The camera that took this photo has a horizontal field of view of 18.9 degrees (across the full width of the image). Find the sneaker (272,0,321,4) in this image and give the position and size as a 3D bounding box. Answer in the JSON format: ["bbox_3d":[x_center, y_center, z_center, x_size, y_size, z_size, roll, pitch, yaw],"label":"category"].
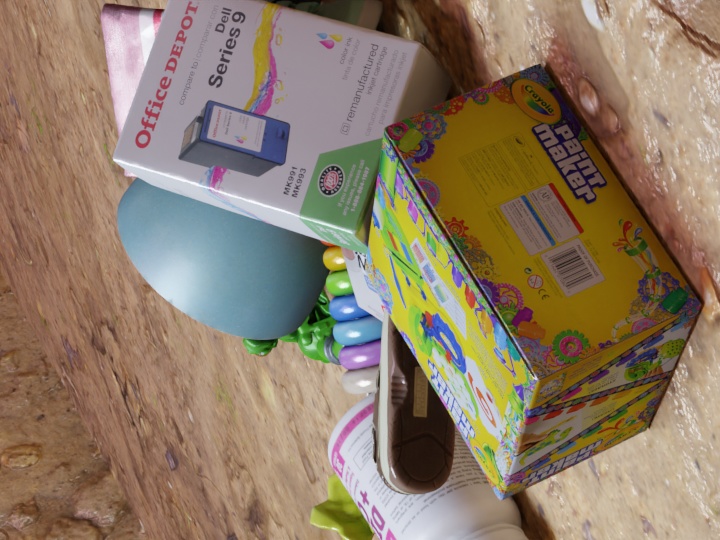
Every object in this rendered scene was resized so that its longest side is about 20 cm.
[{"bbox_3d":[-0.119,-0.287,1.760,0.200,0.114,0.076,66,162,10],"label":"sneaker"}]

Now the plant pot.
[{"bbox_3d":[-0.097,-0.058,1.921,0.135,0.200,0.200,-53,55,33],"label":"plant pot"}]

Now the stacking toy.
[{"bbox_3d":[0.000,0.000,1.847,0.085,0.085,0.200,173,81,-73],"label":"stacking toy"}]

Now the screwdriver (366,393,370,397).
[{"bbox_3d":[0.003,0.090,1.941,0.028,0.029,0.200,-37,-50,-69],"label":"screwdriver"}]

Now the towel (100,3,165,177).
[{"bbox_3d":[-0.105,-0.132,1.673,0.200,0.023,0.144,8,119,25],"label":"towel"}]

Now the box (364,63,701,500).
[{"bbox_3d":[0.104,0.010,1.427,0.200,0.122,0.193,59,162,23],"label":"box"}]

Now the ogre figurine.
[{"bbox_3d":[-0.075,0.032,2.084,0.120,0.200,0.098,85,-158,-73],"label":"ogre figurine"}]

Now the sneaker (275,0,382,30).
[{"bbox_3d":[-0.077,-0.185,1.675,0.118,0.074,0.200,34,149,-26],"label":"sneaker"}]

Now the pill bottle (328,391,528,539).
[{"bbox_3d":[0.065,0.199,1.828,0.200,0.113,0.113,54,160,38],"label":"pill bottle"}]

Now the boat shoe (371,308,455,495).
[{"bbox_3d":[0.041,0.072,1.672,0.075,0.075,0.203,151,132,-72],"label":"boat shoe"}]

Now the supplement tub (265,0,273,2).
[{"bbox_3d":[-0.120,-0.271,1.569,0.123,0.122,0.200,61,-168,20],"label":"supplement tub"}]

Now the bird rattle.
[{"bbox_3d":[0.041,0.218,1.973,0.200,0.112,0.163,39,132,53],"label":"bird rattle"}]

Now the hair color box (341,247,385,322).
[{"bbox_3d":[0.018,-0.056,1.724,0.111,0.064,0.200,33,141,64],"label":"hair color box"}]

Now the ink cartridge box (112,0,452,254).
[{"bbox_3d":[-0.057,-0.110,1.553,0.200,0.146,0.087,18,174,21],"label":"ink cartridge box"}]
